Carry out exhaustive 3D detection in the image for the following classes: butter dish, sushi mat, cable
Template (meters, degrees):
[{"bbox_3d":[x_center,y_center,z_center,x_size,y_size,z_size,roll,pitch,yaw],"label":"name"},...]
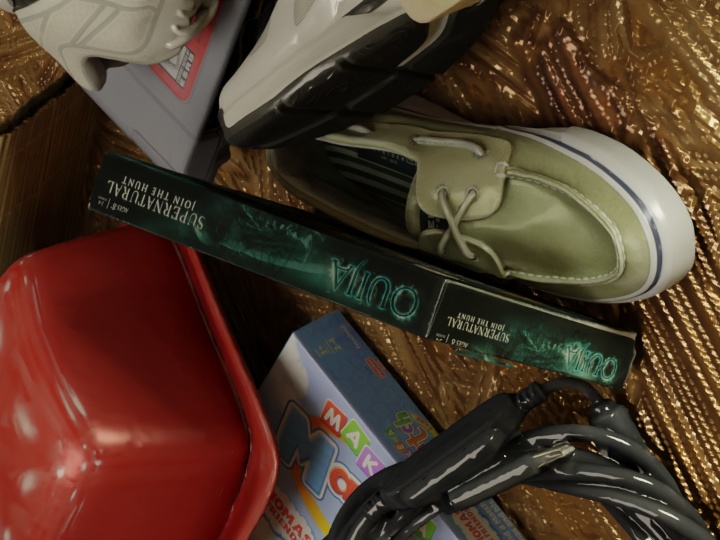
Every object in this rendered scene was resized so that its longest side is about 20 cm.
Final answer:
[{"bbox_3d":[-0.146,0.079,1.112,0.200,0.148,0.200,-62,41,42],"label":"butter dish"},{"bbox_3d":[-0.171,-0.013,1.163,0.012,0.096,0.200,27,130,13],"label":"sushi mat"},{"bbox_3d":[0.065,0.147,0.986,0.200,0.051,0.163,-40,93,23],"label":"cable"}]

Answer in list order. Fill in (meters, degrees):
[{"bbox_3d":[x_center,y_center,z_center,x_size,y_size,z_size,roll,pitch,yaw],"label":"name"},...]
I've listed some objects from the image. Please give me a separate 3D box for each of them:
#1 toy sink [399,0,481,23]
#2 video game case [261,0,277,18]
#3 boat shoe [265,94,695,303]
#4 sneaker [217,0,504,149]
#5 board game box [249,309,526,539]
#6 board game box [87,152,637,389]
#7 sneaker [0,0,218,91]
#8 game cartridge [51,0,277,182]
[{"bbox_3d":[0.051,-0.168,0.751,0.112,0.200,0.130,-29,88,50],"label":"toy sink"},{"bbox_3d":[-0.094,-0.192,1.041,0.200,0.023,0.182,-15,98,50],"label":"video game case"},{"bbox_3d":[0.045,-0.026,0.941,0.200,0.062,0.072,19,123,41],"label":"boat shoe"},{"bbox_3d":[0.004,-0.140,0.907,0.200,0.076,0.115,-37,72,28],"label":"sneaker"},{"bbox_3d":[-0.012,0.136,1.110,0.151,0.037,0.200,50,138,18],"label":"board game box"},{"bbox_3d":[0.000,0.000,0.952,0.200,0.135,0.028,21,93,41],"label":"board game box"},{"bbox_3d":[-0.081,-0.133,0.941,0.200,0.075,0.081,-21,107,52],"label":"sneaker"},{"bbox_3d":[-0.087,-0.146,1.012,0.133,0.041,0.200,48,138,24],"label":"game cartridge"}]
